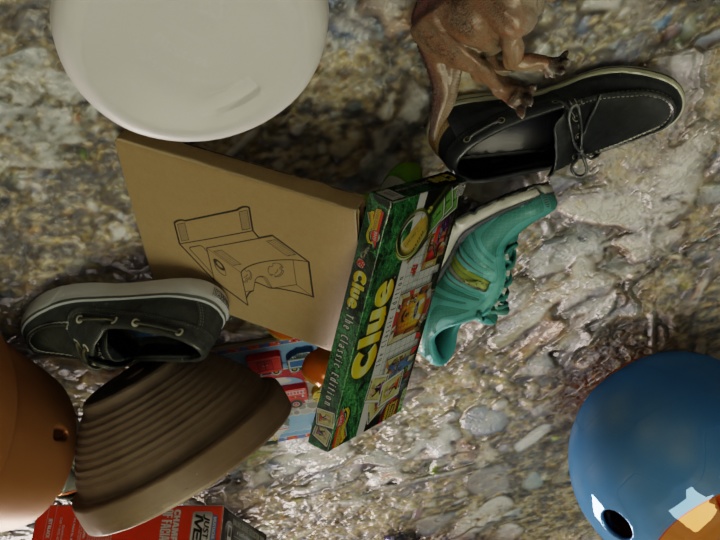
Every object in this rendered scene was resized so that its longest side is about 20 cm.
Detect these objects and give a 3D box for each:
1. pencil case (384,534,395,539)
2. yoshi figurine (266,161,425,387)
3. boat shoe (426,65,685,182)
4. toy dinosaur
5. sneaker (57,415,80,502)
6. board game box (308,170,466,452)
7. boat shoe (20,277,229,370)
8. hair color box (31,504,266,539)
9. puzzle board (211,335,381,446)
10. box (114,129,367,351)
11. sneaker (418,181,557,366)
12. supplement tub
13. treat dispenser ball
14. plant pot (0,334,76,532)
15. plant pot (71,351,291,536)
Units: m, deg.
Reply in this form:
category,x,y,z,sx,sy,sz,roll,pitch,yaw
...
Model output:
category,x,y,z,sx,sy,sz,roll,pitch,yaw
pencil case,0.108,0.351,1.366,0.198,0.089,0.089,13,132,-20
yoshi figurine,-0.012,0.000,0.963,0.112,0.112,0.201,20,126,-20
boat shoe,0.150,-0.105,0.917,0.198,0.063,0.075,-9,135,-4
toy dinosaur,0.072,-0.177,0.818,0.135,0.086,0.200,22,145,-17
sneaker,-0.249,0.185,1.125,0.199,0.080,0.074,28,123,-35
board game box,0.019,0.030,0.891,0.104,0.023,0.202,-19,129,-51
boat shoe,-0.197,0.049,0.972,0.198,0.057,0.069,-9,138,27
hair color box,-0.204,0.269,1.175,0.198,0.064,0.111,-4,153,18
puzzle board,-0.081,0.116,1.131,0.198,0.017,0.151,-9,136,-1
box,-0.082,-0.017,0.912,0.198,0.021,0.164,18,140,20
sneaker,0.099,0.002,0.991,0.077,0.080,0.200,-16,154,-45
supplement tub,-0.097,-0.186,0.683,0.143,0.201,0.145,-5,136,-5
treat dispenser ball,0.294,0.176,1.133,0.199,0.202,0.202,-6,136,-5
plant pot,-0.327,0.135,0.988,0.199,0.201,0.140,-30,149,19
plant pot,-0.163,0.124,1.009,0.200,0.201,0.093,-26,100,15
